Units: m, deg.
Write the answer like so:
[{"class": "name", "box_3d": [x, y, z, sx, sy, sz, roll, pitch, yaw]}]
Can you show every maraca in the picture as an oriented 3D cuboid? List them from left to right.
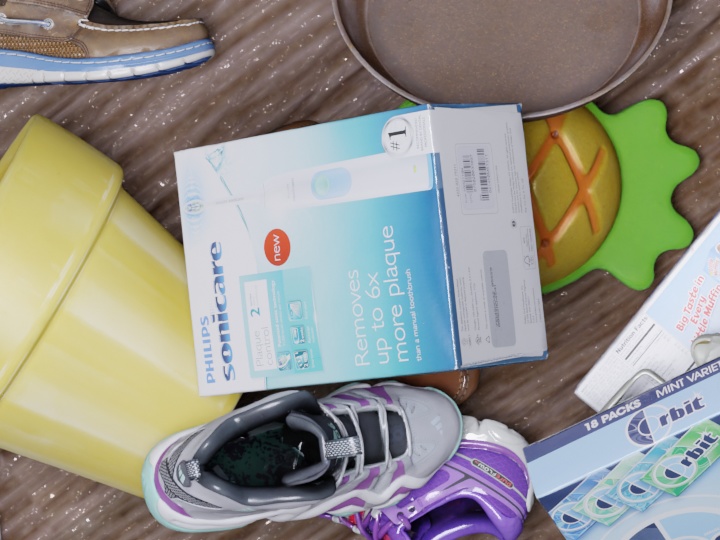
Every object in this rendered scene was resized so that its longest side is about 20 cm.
[{"class": "maraca", "box_3d": [0.104, -0.050, 1.707, 0.200, 0.107, 0.137, 4, 95, -12]}]

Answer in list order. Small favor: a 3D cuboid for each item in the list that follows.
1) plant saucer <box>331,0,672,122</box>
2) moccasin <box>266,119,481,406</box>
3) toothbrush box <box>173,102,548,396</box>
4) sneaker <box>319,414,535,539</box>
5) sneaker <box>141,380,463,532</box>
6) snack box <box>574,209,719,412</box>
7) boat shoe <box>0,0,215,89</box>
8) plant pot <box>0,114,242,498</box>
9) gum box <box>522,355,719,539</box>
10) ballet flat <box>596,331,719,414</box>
[{"class": "plant saucer", "box_3d": [0.083, -0.159, 1.688, 0.200, 0.035, 0.200, -1, 56, 2]}, {"class": "moccasin", "box_3d": [0.001, -0.001, 1.736, 0.074, 0.078, 0.202, -30, 89, 26]}, {"class": "toothbrush box", "box_3d": [-0.002, -0.010, 1.621, 0.200, 0.085, 0.147, -7, 88, 43]}, {"class": "sneaker", "box_3d": [0.005, 0.133, 1.736, 0.200, 0.081, 0.084, -1, 57, 11]}, {"class": "sneaker", "box_3d": [-0.015, 0.102, 1.628, 0.200, 0.140, 0.078, -15, 84, -22]}, {"class": "snack box", "box_3d": [0.218, 0.018, 1.729, 0.072, 0.024, 0.200, 39, 100, 4]}, {"class": "boat shoe", "box_3d": [-0.188, -0.150, 1.766, 0.200, 0.072, 0.073, -3, 93, 11]}, {"class": "plant pot", "box_3d": [-0.167, 0.037, 1.726, 0.189, 0.201, 0.201, 31, 100, -9]}, {"class": "gum box", "box_3d": [0.213, 0.139, 1.670, 0.170, 0.045, 0.200, -25, 131, 11]}, {"class": "ballet flat", "box_3d": [0.197, 0.079, 1.694, 0.200, 0.073, 0.073, -32, 89, 12]}]
